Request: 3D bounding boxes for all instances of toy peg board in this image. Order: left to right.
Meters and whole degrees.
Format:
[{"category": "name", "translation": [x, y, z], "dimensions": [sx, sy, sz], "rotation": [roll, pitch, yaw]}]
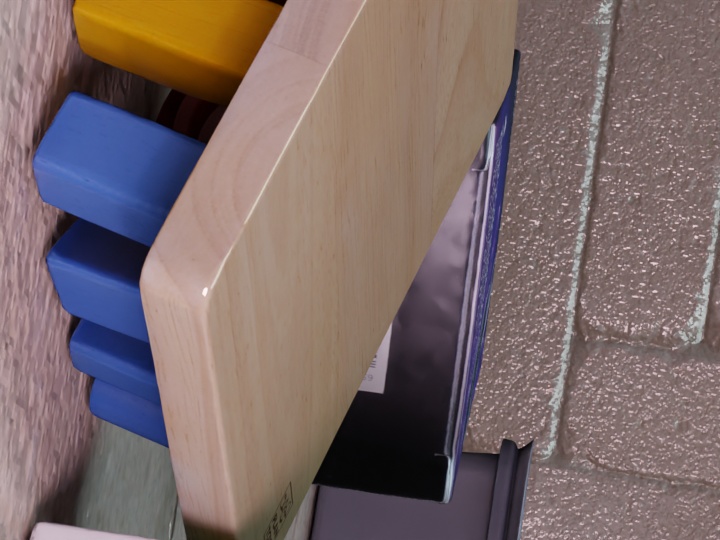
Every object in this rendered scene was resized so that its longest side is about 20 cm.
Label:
[{"category": "toy peg board", "translation": [-0.035, -0.044, 0.664], "dimensions": [0.200, 0.097, 0.200], "rotation": [88, 26, -62]}]

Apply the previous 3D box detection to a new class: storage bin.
[{"category": "storage bin", "translation": [0.032, 0.206, 1.538], "dimensions": [0.146, 0.133, 0.201], "rotation": [85, 15, -71]}]

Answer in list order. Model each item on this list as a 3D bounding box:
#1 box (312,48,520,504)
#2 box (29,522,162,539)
[{"category": "box", "translation": [0.001, -0.012, 0.956], "dimensions": [0.200, 0.103, 0.149], "rotation": [-64, 161, -74]}, {"category": "box", "translation": [0.005, 0.144, 0.655], "dimensions": [0.113, 0.198, 0.102], "rotation": [86, 13, -69]}]
